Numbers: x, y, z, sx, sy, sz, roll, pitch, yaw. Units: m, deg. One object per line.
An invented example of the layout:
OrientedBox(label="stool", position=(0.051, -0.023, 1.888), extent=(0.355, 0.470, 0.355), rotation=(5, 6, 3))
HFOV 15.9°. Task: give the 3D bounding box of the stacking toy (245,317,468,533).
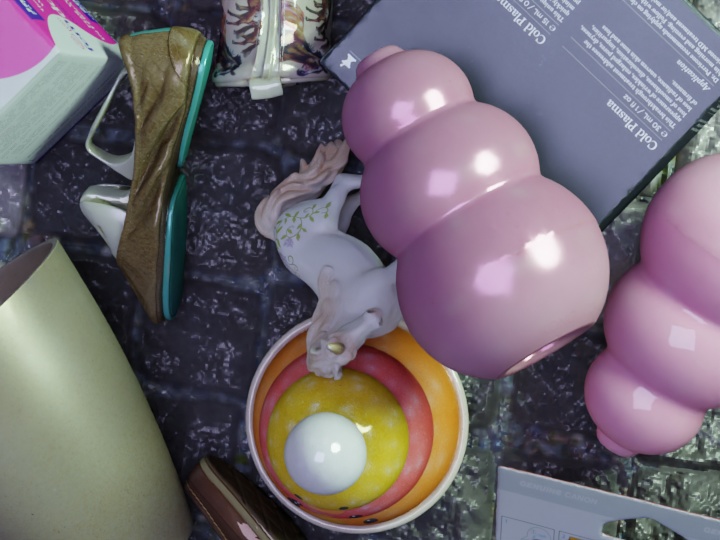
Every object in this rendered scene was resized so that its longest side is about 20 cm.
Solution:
OrientedBox(label="stacking toy", position=(-0.016, 0.102, 1.582), extent=(0.146, 0.200, 0.146), rotation=(1, 93, 10))

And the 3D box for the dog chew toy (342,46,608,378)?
OrientedBox(label="dog chew toy", position=(0.057, -0.039, 1.497), extent=(0.124, 0.125, 0.200), rotation=(-32, 81, 9))

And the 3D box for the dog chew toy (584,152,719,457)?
OrientedBox(label="dog chew toy", position=(0.208, 0.028, 1.587), extent=(0.124, 0.125, 0.200), rotation=(32, 105, 6))

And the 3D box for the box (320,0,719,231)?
OrientedBox(label="box", position=(0.112, -0.128, 1.596), extent=(0.200, 0.104, 0.182), rotation=(45, 99, 4))

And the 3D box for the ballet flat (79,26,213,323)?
OrientedBox(label="ballet flat", position=(-0.141, -0.064, 1.642), extent=(0.072, 0.068, 0.200), rotation=(10, 117, 3))

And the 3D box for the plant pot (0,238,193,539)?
OrientedBox(label="plant pot", position=(-0.204, 0.116, 1.638), extent=(0.187, 0.187, 0.200), rotation=(-36, 102, 9))

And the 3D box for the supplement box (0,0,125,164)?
OrientedBox(label="supplement box", position=(-0.228, -0.133, 1.600), extent=(0.103, 0.200, 0.101), rotation=(-43, 87, 9))

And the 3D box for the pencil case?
OrientedBox(label="pencil case", position=(-0.053, -0.208, 1.625), extent=(0.078, 0.089, 0.200), rotation=(3, 95, 11))

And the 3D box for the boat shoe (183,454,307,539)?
OrientedBox(label="boat shoe", position=(-0.053, 0.210, 1.660), extent=(0.068, 0.072, 0.200), rotation=(-38, 90, 7))

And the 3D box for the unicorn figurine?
OrientedBox(label="unicorn figurine", position=(0.000, 0.000, 1.596), extent=(0.137, 0.200, 0.074), rotation=(-30, 126, -16))

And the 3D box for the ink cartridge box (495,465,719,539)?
OrientedBox(label="ink cartridge box", position=(0.177, 0.198, 1.585), extent=(0.200, 0.044, 0.174), rotation=(13, 126, 16))
